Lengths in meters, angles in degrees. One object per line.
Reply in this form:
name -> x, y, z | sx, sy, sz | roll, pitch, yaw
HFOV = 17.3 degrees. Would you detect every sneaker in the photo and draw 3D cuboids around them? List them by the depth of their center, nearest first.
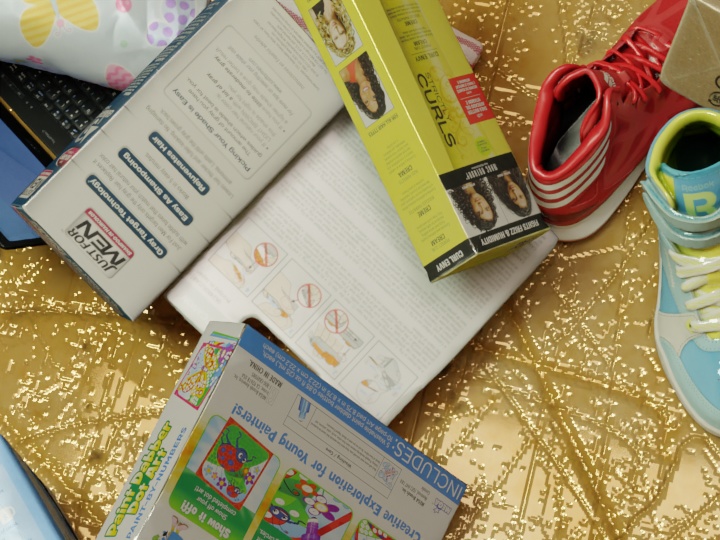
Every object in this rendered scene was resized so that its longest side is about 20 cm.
sneaker -> 0.208, -0.003, 1.425 | 0.079, 0.131, 0.201 | -11, 76, 8
sneaker -> 0.173, -0.116, 1.487 | 0.078, 0.116, 0.200 | 29, 75, 16

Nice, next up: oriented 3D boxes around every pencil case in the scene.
pencil case -> -0.193, -0.164, 1.514 | 0.199, 0.091, 0.084 | 13, 89, -5

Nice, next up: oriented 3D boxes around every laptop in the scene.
laptop -> -0.196, -0.118, 1.536 | 0.200, 0.103, 0.177 | -41, 71, -10

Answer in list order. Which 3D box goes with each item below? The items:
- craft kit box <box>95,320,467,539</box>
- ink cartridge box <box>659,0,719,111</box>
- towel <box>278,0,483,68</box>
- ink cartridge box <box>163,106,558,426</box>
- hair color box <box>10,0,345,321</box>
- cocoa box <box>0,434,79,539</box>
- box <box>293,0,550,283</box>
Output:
craft kit box -> -0.052, 0.163, 1.372 | 0.048, 0.200, 0.198 | 0, 59, 51
ink cartridge box -> 0.311, -0.131, 1.462 | 0.200, 0.075, 0.165 | 30, 45, 17
towel -> -0.020, -0.096, 1.529 | 0.146, 0.030, 0.201 | 26, 73, -2
ink cartridge box -> 0.000, 0.000, 1.479 | 0.160, 0.047, 0.200 | 43, 80, 1
hair color box -> -0.108, -0.075, 1.450 | 0.200, 0.061, 0.100 | -46, 104, -9
cocoa box -> -0.252, 0.214, 1.397 | 0.200, 0.131, 0.134 | -32, 69, -6
box -> 0.036, -0.097, 1.437 | 0.075, 0.050, 0.201 | -18, 79, -43
